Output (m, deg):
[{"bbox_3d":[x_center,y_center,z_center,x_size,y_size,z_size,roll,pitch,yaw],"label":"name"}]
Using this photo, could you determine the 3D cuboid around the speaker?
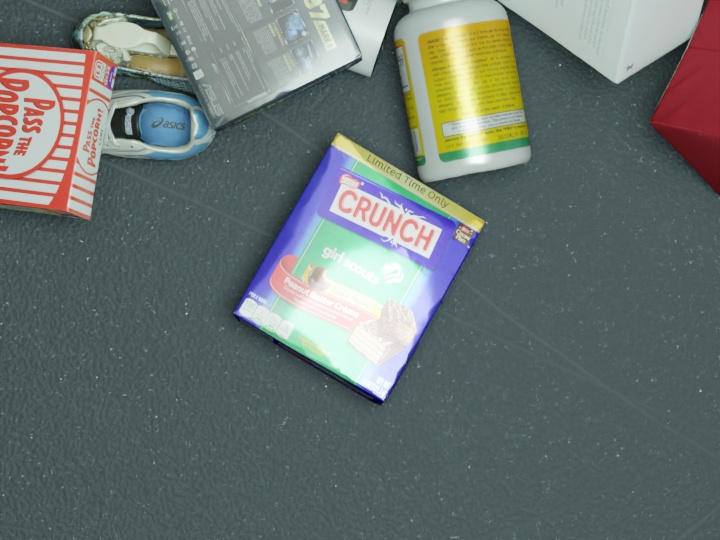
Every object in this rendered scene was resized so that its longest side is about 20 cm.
[{"bbox_3d":[-0.067,-0.257,1.421,0.199,0.081,0.082,21,83,-1],"label":"speaker"}]

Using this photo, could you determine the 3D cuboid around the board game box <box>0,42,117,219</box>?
[{"bbox_3d":[-0.337,-0.135,1.377,0.198,0.046,0.153,7,83,18],"label":"board game box"}]

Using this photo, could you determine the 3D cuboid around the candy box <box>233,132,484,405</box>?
[{"bbox_3d":[0.000,0.000,1.399,0.168,0.077,0.201,30,82,0],"label":"candy box"}]

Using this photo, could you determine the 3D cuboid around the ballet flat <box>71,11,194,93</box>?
[{"bbox_3d":[-0.182,-0.212,1.415,0.198,0.074,0.075,3,84,-3],"label":"ballet flat"}]

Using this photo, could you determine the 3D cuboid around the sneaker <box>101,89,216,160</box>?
[{"bbox_3d":[-0.238,-0.142,1.400,0.198,0.072,0.073,-1,85,3],"label":"sneaker"}]

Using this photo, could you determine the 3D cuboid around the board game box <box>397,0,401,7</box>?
[{"bbox_3d":[-0.026,-0.356,1.463,0.199,0.023,0.105,27,85,0],"label":"board game box"}]

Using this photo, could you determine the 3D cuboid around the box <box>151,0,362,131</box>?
[{"bbox_3d":[-0.108,-0.253,1.357,0.157,0.051,0.201,-26,94,4],"label":"box"}]

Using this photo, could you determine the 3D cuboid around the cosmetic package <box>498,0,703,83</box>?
[{"bbox_3d":[0.217,-0.319,1.339,0.122,0.200,0.200,-30,56,-27],"label":"cosmetic package"}]

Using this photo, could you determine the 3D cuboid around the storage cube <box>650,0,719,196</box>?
[{"bbox_3d":[0.410,-0.154,1.358,0.179,0.200,0.172,20,81,44],"label":"storage cube"}]

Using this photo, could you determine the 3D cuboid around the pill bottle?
[{"bbox_3d":[0.093,-0.192,1.395,0.112,0.113,0.202,-11,93,-5],"label":"pill bottle"}]
